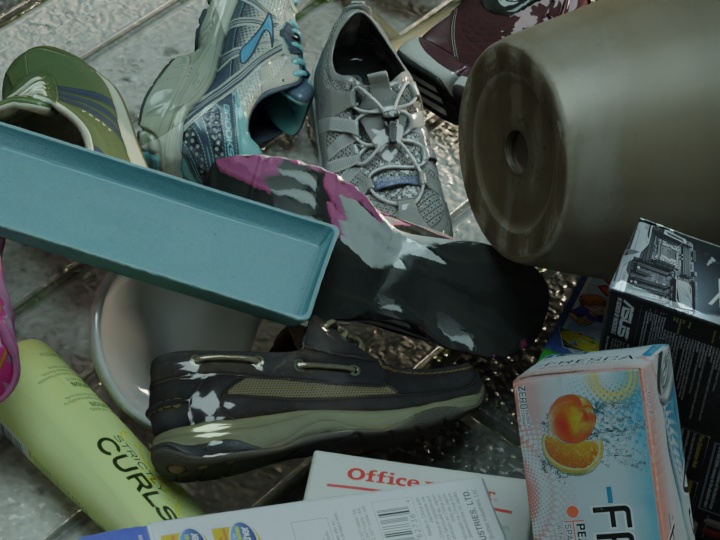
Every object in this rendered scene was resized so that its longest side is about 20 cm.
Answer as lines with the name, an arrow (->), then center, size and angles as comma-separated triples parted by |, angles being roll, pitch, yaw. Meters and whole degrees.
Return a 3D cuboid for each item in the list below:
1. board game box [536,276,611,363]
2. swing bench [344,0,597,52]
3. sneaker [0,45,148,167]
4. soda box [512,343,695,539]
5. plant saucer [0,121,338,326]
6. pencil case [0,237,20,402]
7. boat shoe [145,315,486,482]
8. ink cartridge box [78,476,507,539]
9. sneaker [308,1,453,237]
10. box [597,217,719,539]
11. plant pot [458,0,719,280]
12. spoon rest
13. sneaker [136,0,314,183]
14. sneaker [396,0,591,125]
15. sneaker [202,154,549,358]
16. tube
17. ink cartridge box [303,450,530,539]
board game box -> 0.205, 0.060, 1.205 | 0.199, 0.035, 0.136 | 17, 34, 12
swing bench -> 0.071, -0.263, 1.421 | 0.199, 0.200, 0.130 | -18, 46, -24
sneaker -> -0.181, -0.083, 1.269 | 0.067, 0.090, 0.200 | -45, 46, 11
soda box -> 0.120, 0.139, 1.005 | 0.063, 0.202, 0.068 | -6, 6, 20
plant saucer -> -0.114, -0.023, 1.133 | 0.199, 0.019, 0.070 | 18, 48, 1
pencil case -> -0.226, 0.006, 1.157 | 0.087, 0.088, 0.200 | -3, 28, -9
boat shoe -> -0.020, 0.059, 1.135 | 0.199, 0.074, 0.074 | -6, 77, -35
ink cartridge box -> -0.021, 0.160, 0.987 | 0.199, 0.042, 0.120 | -5, 45, -18
sneaker -> 0.006, -0.079, 1.308 | 0.074, 0.082, 0.201 | -9, 47, -15
box -> 0.191, 0.080, 1.078 | 0.157, 0.201, 0.050 | 19, 51, 14
plant pot -> 0.153, -0.070, 1.172 | 0.172, 0.201, 0.200 | -8, 44, -25
spoon rest -> -0.084, 0.009, 1.211 | 0.060, 0.100, 0.200 | -19, 24, 39
sneaker -> -0.064, -0.122, 1.360 | 0.086, 0.078, 0.201 | 19, 55, 10
sneaker -> 0.125, -0.122, 1.347 | 0.200, 0.076, 0.116 | 35, 75, 27
sneaker -> 0.000, 0.000, 1.203 | 0.199, 0.086, 0.081 | 25, 86, -7
tube -> -0.120, 0.111, 1.119 | 0.058, 0.052, 0.200 | -28, 53, -30
ink cartridge box -> 0.021, 0.160, 1.071 | 0.116, 0.068, 0.201 | 8, 44, 2
